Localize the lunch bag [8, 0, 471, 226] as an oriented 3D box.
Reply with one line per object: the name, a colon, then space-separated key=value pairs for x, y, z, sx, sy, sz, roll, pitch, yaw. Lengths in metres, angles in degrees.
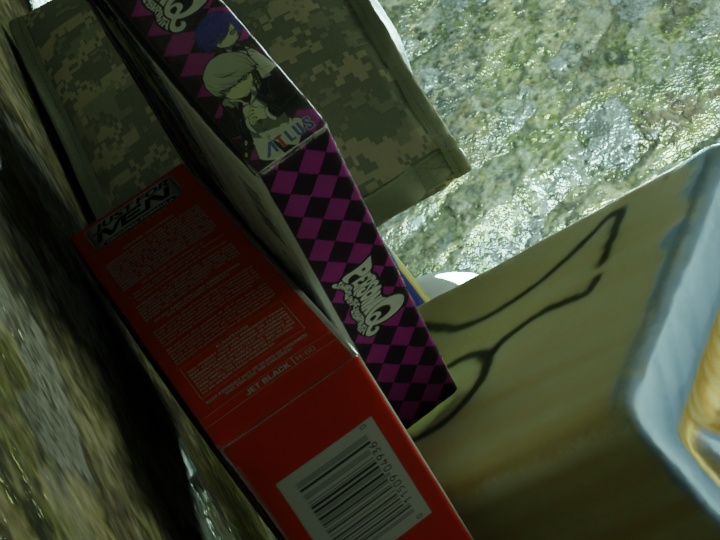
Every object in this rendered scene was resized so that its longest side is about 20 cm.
lunch bag: x=-0.051 y=-0.066 z=1.142 sx=0.118 sy=0.164 sz=0.200 roll=58 pitch=4 yaw=-48

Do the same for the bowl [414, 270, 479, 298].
bowl: x=0.052 y=0.111 z=1.501 sx=0.075 sy=0.200 sz=0.200 roll=6 pitch=19 yaw=-34

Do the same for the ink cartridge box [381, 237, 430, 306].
ink cartridge box: x=0.000 y=0.000 z=1.292 sx=0.198 sy=0.047 sz=0.200 roll=52 pitch=-2 yaw=-42

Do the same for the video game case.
video game case: x=-0.045 y=-0.048 z=0.945 sx=0.181 sy=0.036 sz=0.200 roll=50 pitch=-7 yaw=34

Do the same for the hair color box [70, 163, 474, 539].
hair color box: x=-0.038 y=0.043 z=0.930 sx=0.102 sy=0.061 sz=0.200 roll=58 pitch=-6 yaw=-29

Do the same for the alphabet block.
alphabet block: x=0.115 y=0.101 z=1.013 sx=0.196 sy=0.200 sz=0.195 roll=49 pitch=40 yaw=-15
